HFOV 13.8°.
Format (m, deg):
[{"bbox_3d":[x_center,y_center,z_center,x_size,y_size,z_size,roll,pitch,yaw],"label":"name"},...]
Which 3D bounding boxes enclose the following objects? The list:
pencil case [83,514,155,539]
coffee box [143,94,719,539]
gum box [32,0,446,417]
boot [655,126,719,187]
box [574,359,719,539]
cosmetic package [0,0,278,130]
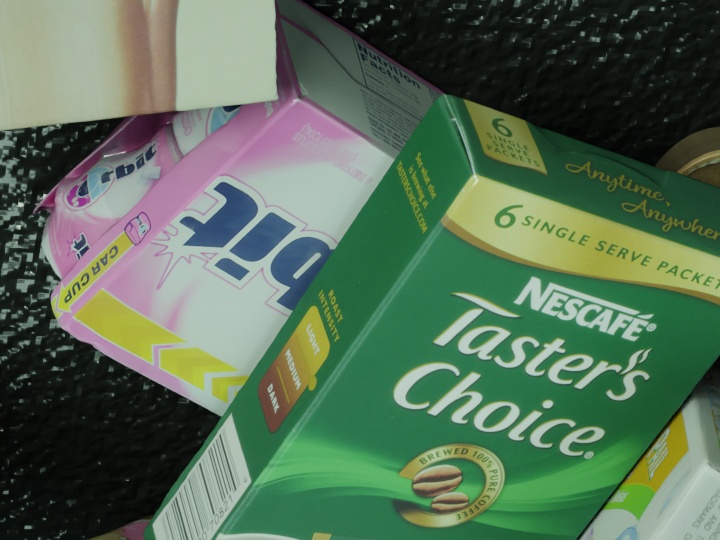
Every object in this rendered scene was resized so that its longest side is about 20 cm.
[{"bbox_3d":[-0.074,0.133,1.002,0.200,0.086,0.083,-10,129,-60],"label":"pencil case"},{"bbox_3d":[0.029,0.044,0.947,0.122,0.044,0.200,18,123,-29],"label":"coffee box"},{"bbox_3d":[0.000,0.000,0.977,0.199,0.066,0.113,31,117,-34],"label":"gum box"},{"bbox_3d":[0.176,0.036,1.028,0.200,0.076,0.074,36,114,-27],"label":"boot"},{"bbox_3d":[0.119,0.109,0.976,0.101,0.200,0.113,34,100,-2],"label":"box"},{"bbox_3d":[-0.126,-0.099,0.845,0.198,0.088,0.104,-8,131,-7],"label":"cosmetic package"}]
